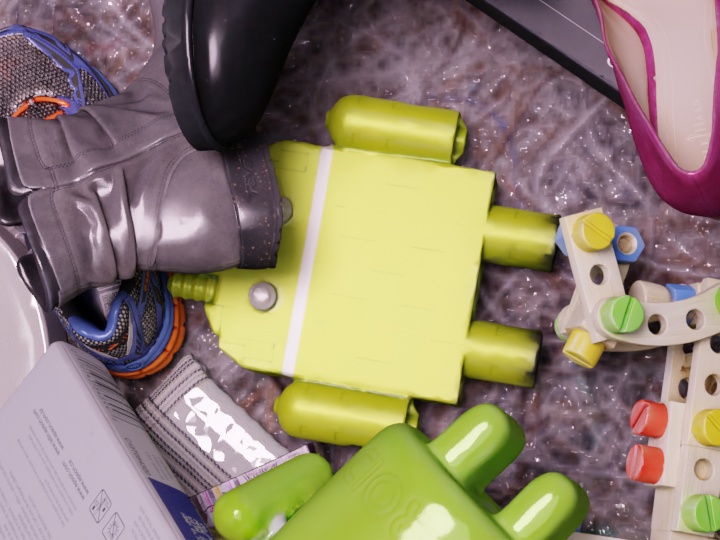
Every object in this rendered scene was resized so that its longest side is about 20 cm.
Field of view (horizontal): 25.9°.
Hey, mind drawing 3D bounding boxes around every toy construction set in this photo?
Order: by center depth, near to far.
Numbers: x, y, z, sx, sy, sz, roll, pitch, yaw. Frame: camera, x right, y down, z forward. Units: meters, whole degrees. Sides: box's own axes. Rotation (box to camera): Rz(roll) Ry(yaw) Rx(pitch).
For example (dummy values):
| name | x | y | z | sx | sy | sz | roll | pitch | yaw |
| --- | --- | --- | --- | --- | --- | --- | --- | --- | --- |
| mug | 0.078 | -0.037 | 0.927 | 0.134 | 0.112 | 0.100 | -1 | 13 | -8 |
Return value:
| name | x | y | z | sx | sy | sz | roll | pitch | yaw |
| --- | --- | --- | --- | --- | --- | --- | --- | --- | --- |
| toy construction set | 0.137 | 0.077 | 0.762 | 0.131 | 0.092 | 0.201 | 12 | 94 | -16 |

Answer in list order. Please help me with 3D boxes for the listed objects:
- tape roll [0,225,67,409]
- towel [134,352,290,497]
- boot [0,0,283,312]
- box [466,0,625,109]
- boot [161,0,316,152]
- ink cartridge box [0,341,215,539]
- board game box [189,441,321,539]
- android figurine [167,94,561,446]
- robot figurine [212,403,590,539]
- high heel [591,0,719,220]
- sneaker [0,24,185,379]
| name | x | y | z | sx | sy | sz | roll | pitch | yaw |
| --- | --- | --- | --- | --- | --- | --- | --- | --- | --- |
| tape roll | -0.258 | 0.055 | 0.846 | 0.202 | 0.037 | 0.204 | -1 | 84 | 7 |
| towel | -0.084 | 0.178 | 0.812 | 0.200 | 0.035 | 0.193 | 43 | 91 | 9 |
| boot | -0.121 | -0.079 | 0.778 | 0.131 | 0.070 | 0.201 | -8 | 54 | -14 |
| box | 0.125 | -0.170 | 0.771 | 0.200 | 0.079 | 0.141 | 39 | 95 | 21 |
| boot | 0.001 | -0.151 | 0.722 | 0.162 | 0.073 | 0.199 | 1 | 71 | 17 |
| ink cartridge box | -0.157 | 0.165 | 0.731 | 0.200 | 0.043 | 0.196 | -52 | 43 | 9 |
| board game box | -0.090 | 0.181 | 0.789 | 0.199 | 0.032 | 0.120 | -26 | 86 | 7 |
| android figurine | 0.000 | 0.000 | 0.813 | 0.199 | 0.041 | 0.183 | 11 | 84 | 7 |
| robot figurine | 0.011 | 0.151 | 0.701 | 0.200 | 0.116 | 0.175 | -46 | 74 | 1 |
| high heel | 0.124 | -0.117 | 0.673 | 0.067 | 0.096 | 0.201 | -14 | 79 | 19 |
| sneaker | -0.149 | -0.041 | 0.819 | 0.075 | 0.078 | 0.201 | -26 | 82 | 4 |
